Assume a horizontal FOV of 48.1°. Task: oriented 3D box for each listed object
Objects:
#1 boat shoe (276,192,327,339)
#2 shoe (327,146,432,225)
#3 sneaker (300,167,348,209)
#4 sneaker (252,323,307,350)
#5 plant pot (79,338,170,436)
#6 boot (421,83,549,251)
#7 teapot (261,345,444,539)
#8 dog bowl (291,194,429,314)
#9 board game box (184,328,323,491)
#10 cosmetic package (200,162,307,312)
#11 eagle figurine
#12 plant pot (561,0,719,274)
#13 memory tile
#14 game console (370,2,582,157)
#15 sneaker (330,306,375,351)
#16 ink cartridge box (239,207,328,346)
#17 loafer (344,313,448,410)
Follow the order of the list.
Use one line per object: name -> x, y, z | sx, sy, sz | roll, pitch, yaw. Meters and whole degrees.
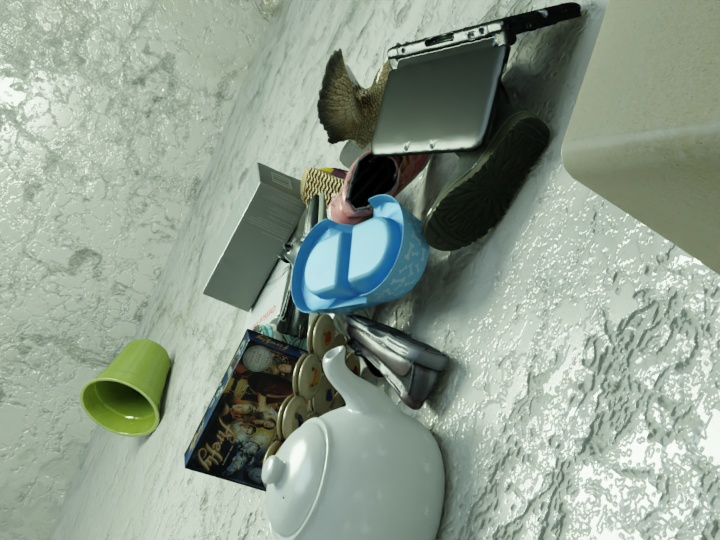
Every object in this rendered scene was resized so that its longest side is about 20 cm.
boat shoe -> -0.079, -0.007, 1.070 | 0.075, 0.066, 0.200 | 57, -144, -82
shoe -> 0.038, -0.130, 0.988 | 0.200, 0.071, 0.091 | -50, 3, -18
sneaker -> 0.004, -0.098, 1.117 | 0.200, 0.090, 0.075 | 36, 122, 43
sneaker -> -0.103, 0.165, 1.111 | 0.078, 0.086, 0.201 | -122, 34, -56
plant pot -> -0.561, 0.276, 2.006 | 0.200, 0.200, 0.190 | -51, 13, 36
boot -> 0.111, -0.131, 0.881 | 0.182, 0.073, 0.200 | -48, 32, 12
teapot -> -0.026, 0.213, 0.760 | 0.197, 0.146, 0.200 | -51, 27, 38
dog bowl -> -0.001, -0.010, 0.893 | 0.200, 0.049, 0.112 | -20, 58, 48
board game box -> -0.127, 0.188, 1.051 | 0.200, 0.135, 0.035 | -62, 21, 15
cosmetic package -> -0.164, -0.051, 1.223 | 0.200, 0.090, 0.107 | -61, 20, 19
eagle figurine -> 0.002, -0.239, 1.145 | 0.152, 0.151, 0.200 | -59, 12, -9
plant pot -> 0.247, -0.099, 0.367 | 0.177, 0.200, 0.200 | 7, 75, 56
memory tile -> -0.048, 0.160, 0.894 | 0.017, 0.153, 0.200 | 6, 61, 23
game console -> 0.119, -0.203, 0.872 | 0.200, 0.176, 0.117 | 9, 117, 56
sneaker -> 0.000, 0.000, 1.009 | 0.200, 0.078, 0.079 | -62, 27, 20
ink cartridge box -> -0.103, 0.028, 1.227 | 0.145, 0.084, 0.200 | -41, 32, 48
loafer -> 0.024, 0.093, 0.871 | 0.200, 0.072, 0.063 | 20, 92, 67
